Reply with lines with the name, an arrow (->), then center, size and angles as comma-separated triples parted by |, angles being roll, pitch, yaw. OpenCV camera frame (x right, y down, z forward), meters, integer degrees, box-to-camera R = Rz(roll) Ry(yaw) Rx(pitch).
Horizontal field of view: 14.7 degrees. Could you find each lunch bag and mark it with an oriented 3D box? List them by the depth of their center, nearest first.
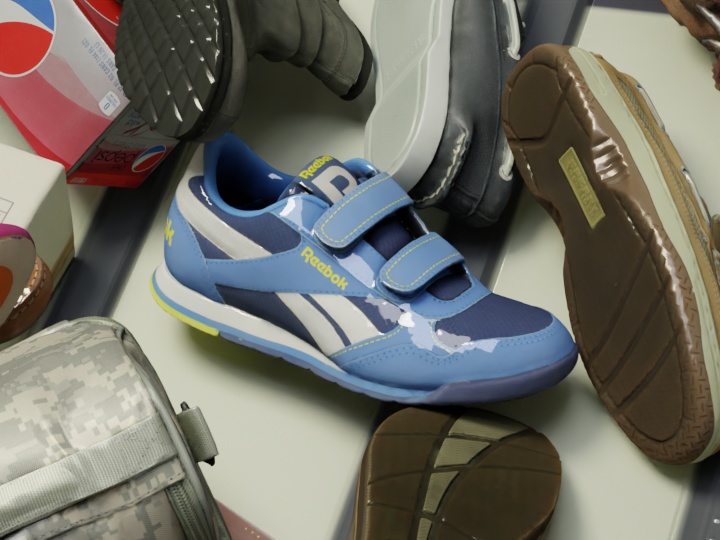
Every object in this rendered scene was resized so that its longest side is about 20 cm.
lunch bag -> -0.149, 0.105, 1.037 | 0.199, 0.168, 0.140 | -23, 81, -7

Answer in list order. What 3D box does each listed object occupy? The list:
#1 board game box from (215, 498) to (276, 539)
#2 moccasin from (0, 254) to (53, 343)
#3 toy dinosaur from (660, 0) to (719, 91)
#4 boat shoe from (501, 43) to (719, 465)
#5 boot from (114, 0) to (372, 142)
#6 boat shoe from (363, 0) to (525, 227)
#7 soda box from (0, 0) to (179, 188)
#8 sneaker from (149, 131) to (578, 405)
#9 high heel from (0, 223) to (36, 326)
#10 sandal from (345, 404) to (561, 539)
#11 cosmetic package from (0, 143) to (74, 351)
board game box -> -0.042, 0.163, 1.109 | 0.200, 0.019, 0.103 | 31, 62, 31
moccasin -> -0.217, -0.034, 1.163 | 0.201, 0.078, 0.074 | 34, 61, 17
toy dinosaur -> 0.159, -0.141, 1.231 | 0.086, 0.200, 0.136 | -35, 7, 14
boat shoe -> 0.128, -0.010, 1.183 | 0.076, 0.072, 0.201 | 5, 58, -37
boot -> -0.045, -0.109, 1.249 | 0.068, 0.130, 0.200 | -55, 31, 22
boat shoe -> 0.044, -0.101, 1.281 | 0.060, 0.076, 0.201 | 27, 49, -21
soda box -> -0.157, -0.132, 1.292 | 0.063, 0.070, 0.200 | -46, 69, 21
sneaker -> 0.000, 0.000, 1.180 | 0.199, 0.083, 0.074 | 18, 22, 22
high heel -> -0.229, 0.018, 1.118 | 0.199, 0.068, 0.096 | -28, 46, -7
sandal -> 0.029, 0.123, 1.094 | 0.081, 0.055, 0.200 | 19, 38, -5
cosmetic package -> -0.213, 0.031, 1.211 | 0.105, 0.071, 0.200 | 20, 57, 14
